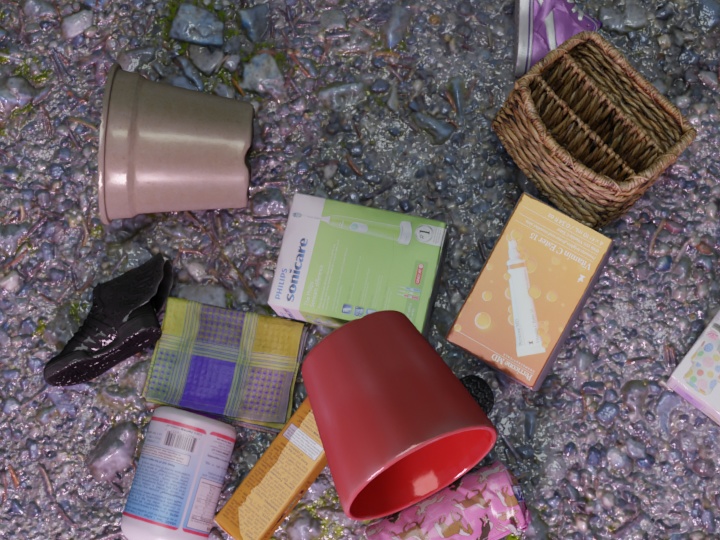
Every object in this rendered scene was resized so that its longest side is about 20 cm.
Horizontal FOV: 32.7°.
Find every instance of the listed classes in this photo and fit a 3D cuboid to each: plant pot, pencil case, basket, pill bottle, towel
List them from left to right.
[{"bbox_3d":[-0.225,0.273,1.476,0.107,0.109,0.202,14,78,9],"label":"pill bottle"},{"bbox_3d":[-0.228,-0.152,1.554,0.181,0.201,0.203,5,76,-5],"label":"plant pot"},{"bbox_3d":[-0.169,0.117,1.553,0.197,0.023,0.145,13,79,9],"label":"towel"},{"bbox_3d":[0.030,0.158,1.394,0.199,0.201,0.178,-29,65,-2],"label":"plant pot"},{"bbox_3d":[0.102,0.303,1.449,0.198,0.087,0.083,-26,108,0],"label":"pencil case"},{"bbox_3d":[0.275,-0.172,1.486,0.200,0.142,0.149,50,128,14],"label":"basket"}]

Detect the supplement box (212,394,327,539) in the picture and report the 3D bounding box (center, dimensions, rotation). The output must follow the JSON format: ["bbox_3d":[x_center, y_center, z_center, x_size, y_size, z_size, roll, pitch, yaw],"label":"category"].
[{"bbox_3d":[-0.091,0.245,1.491,0.068,0.067,0.201,34,81,13],"label":"supplement box"}]

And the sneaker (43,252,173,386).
[{"bbox_3d":[-0.323,0.064,1.567,0.198,0.060,0.105,-26,61,7],"label":"sneaker"}]

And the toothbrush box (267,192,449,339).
[{"bbox_3d":[0.000,0.000,1.531,0.197,0.086,0.147,11,78,8],"label":"toothbrush box"}]

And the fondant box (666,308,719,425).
[{"bbox_3d":[0.484,0.098,1.469,0.144,0.058,0.201,38,82,13],"label":"fondant box"}]

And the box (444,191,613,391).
[{"bbox_3d":[0.205,0.028,1.481,0.123,0.097,0.202,28,90,14],"label":"box"}]

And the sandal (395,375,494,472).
[{"bbox_3d":[0.077,0.200,1.501,0.199,0.045,0.076,-30,80,-17],"label":"sandal"}]

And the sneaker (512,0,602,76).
[{"bbox_3d":[0.259,-0.349,1.602,0.113,0.073,0.203,2,87,3],"label":"sneaker"}]
